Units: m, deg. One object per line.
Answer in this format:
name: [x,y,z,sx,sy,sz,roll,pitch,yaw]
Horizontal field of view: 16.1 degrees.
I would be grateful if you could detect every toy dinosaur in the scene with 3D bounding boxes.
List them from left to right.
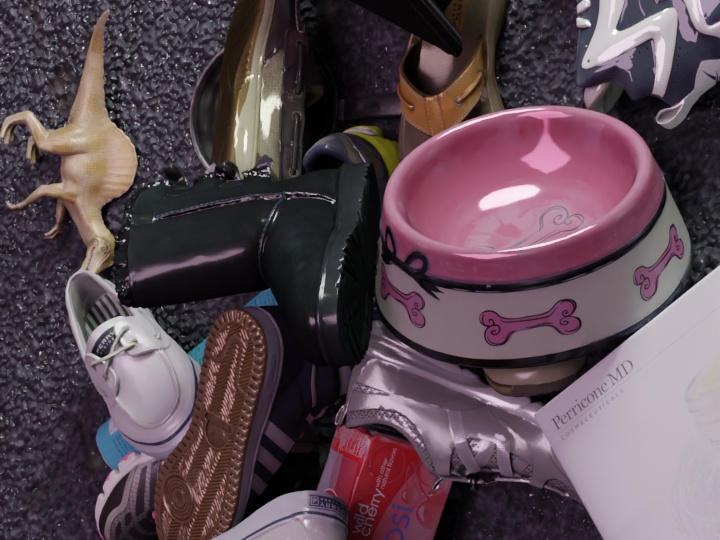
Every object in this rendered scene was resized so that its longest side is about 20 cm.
toy dinosaur: [-0.212,-0.093,1.901,0.101,0.058,0.201,2,94,21]

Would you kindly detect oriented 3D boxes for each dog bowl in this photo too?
dog bowl: [0.100,-0.028,1.557,0.200,0.200,0.074,16,133,36]

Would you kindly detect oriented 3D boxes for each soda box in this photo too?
soda box: [-0.004,0.203,1.674,0.063,0.070,0.201,18,90,69]

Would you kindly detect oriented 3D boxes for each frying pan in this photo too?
frying pan: [-0.033,-0.125,1.778,0.190,0.031,0.115,-24,74,17]

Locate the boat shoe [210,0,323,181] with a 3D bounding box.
boat shoe: [-0.058,-0.127,1.742,0.072,0.066,0.201,135,147,-57]

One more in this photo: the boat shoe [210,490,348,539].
boat shoe: [-0.073,0.222,1.646,0.202,0.074,0.086,-37,43,40]

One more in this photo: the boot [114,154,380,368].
boot: [-0.074,-0.002,1.595,0.162,0.199,0.074,-6,125,10]

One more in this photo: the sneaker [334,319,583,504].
sneaker: [0.077,0.110,1.620,0.200,0.075,0.082,28,89,13]

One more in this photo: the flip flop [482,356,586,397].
flip flop: [0.089,0.019,1.605,0.081,0.200,0.058,-18,114,-4]

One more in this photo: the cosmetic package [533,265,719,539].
cosmetic package: [0.244,0.111,1.498,0.199,0.123,0.200,-41,62,25]

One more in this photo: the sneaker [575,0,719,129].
sneaker: [0.152,-0.163,1.617,0.199,0.079,0.130,35,97,23]

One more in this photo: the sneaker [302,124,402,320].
sneaker: [0.000,0.000,1.703,0.074,0.081,0.201,-20,81,28]

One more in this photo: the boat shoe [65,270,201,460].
boat shoe: [-0.166,0.065,1.783,0.074,0.067,0.200,-48,34,1]

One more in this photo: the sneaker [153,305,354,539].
sneaker: [-0.065,0.108,1.694,0.070,0.108,0.200,35,120,31]

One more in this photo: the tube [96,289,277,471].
tube: [-0.103,0.075,1.799,0.200,0.050,0.078,-39,49,24]

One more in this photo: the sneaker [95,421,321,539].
sneaker: [-0.104,0.154,1.773,0.200,0.074,0.088,-34,61,23]

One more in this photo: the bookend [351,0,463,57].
bookend: [0.031,-0.276,1.666,0.199,0.092,0.200,31,84,37]

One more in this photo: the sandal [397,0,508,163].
sandal: [0.058,-0.128,1.692,0.080,0.054,0.201,1,84,26]
